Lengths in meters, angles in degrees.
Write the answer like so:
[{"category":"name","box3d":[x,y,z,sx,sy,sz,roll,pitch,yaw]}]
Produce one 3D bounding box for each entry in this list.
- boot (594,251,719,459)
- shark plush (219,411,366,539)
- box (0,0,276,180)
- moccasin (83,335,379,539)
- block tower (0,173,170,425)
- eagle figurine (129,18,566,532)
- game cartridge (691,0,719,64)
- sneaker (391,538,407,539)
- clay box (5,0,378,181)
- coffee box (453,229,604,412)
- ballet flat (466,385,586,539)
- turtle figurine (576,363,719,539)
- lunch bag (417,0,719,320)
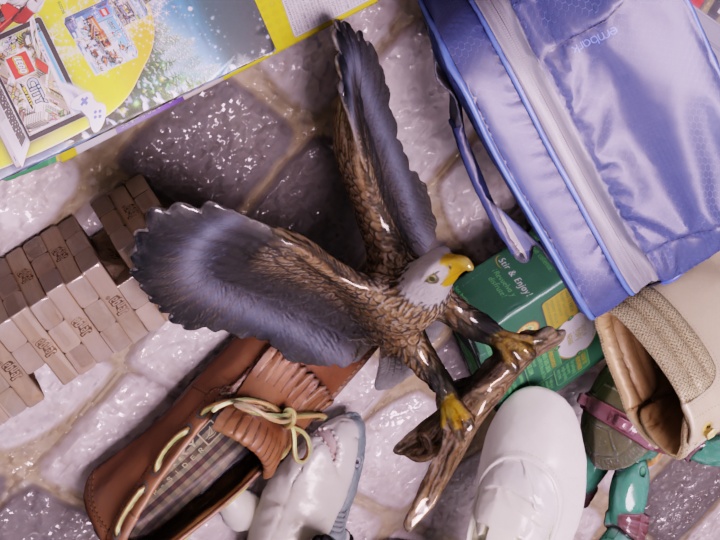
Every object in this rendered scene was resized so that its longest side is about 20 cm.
[{"category":"boot","box3d":[0.231,0.070,0.780,0.155,0.073,0.201,-32,92,-25]},{"category":"shark plush","box3d":[-0.023,0.184,0.874,0.083,0.090,0.201,-39,132,-41]},{"category":"box","box3d":[-0.137,-0.151,0.563,0.136,0.038,0.201,-26,103,-11]},{"category":"moccasin","box3d":[-0.065,0.086,0.776,0.201,0.078,0.074,-37,127,-5]},{"category":"block tower","box3d":[-0.176,0.033,0.701,0.199,0.054,0.058,-34,129,-6]},{"category":"eagle figurine","box3d":[0.004,-0.003,0.693,0.200,0.152,0.151,43,123,-10]},{"category":"game cartridge","box3d":[0.225,-0.182,0.793,0.133,0.041,0.201,20,108,-40]},{"category":"sneaker","box3d":[0.004,0.240,0.861,0.082,0.070,0.200,-64,164,20]},{"category":"clay box","box3d":[-0.100,-0.134,0.640,0.199,0.048,0.115,-27,127,-9]},{"category":"coffee box","box3d":[0.148,0.000,0.842,0.200,0.044,0.123,-34,147,-4]},{"category":"ballet flat","box3d":[0.089,0.169,0.846,0.069,0.069,0.201,-1,116,-28]},{"category":"turtle figurine","box3d":[0.179,0.100,0.879,0.100,0.150,0.201,27,94,-23]},{"category":"lunch bag","box3d":[0.114,-0.076,0.710,0.132,0.136,0.201,-27,112,11]}]
